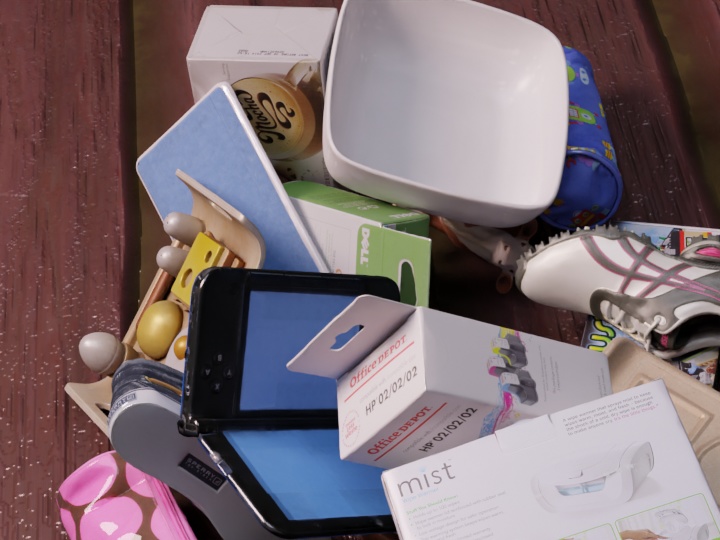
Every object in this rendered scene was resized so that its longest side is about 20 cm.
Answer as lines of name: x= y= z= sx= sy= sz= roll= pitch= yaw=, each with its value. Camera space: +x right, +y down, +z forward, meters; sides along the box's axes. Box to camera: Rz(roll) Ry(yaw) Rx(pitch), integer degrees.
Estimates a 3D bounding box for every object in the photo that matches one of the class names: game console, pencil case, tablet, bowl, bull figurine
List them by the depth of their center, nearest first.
game console: x=-0.017 y=0.091 z=1.449 sx=0.199 sy=0.172 sz=0.118 roll=3 pitch=3 yaw=-45
pencil case: x=-0.149 y=0.212 z=1.475 sx=0.090 sy=0.094 sz=0.200 roll=6 pitch=34 yaw=-38
tablet: x=-0.102 y=-0.036 z=1.650 sx=0.014 sy=0.130 sz=0.201 roll=-11 pitch=69 yaw=-50
bowl: x=0.064 y=-0.124 z=1.653 sx=0.199 sy=0.075 sz=0.201 roll=13 pitch=56 yaw=-9
bull figurine: x=0.090 y=-0.067 z=1.727 sx=0.121 sy=0.065 sz=0.200 roll=23 pitch=35 yaw=-15
pencil case: x=0.170 y=-0.118 z=1.750 sx=0.086 sy=0.078 sz=0.200 roll=15 pitch=33 yaw=-14

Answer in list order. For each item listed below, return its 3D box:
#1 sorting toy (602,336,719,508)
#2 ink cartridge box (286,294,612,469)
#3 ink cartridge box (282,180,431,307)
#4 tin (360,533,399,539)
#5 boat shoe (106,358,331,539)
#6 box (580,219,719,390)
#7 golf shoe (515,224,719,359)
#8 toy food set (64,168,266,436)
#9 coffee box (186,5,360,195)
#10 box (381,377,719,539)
sorting toy: x=0.218 y=0.164 z=1.484 sx=0.200 sy=0.037 sz=0.185 roll=32 pitch=67 yaw=23
ink cartridge box: x=0.061 y=0.089 z=1.405 sx=0.199 sy=0.115 sz=0.068 roll=14 pitch=54 yaw=-27
ink cartridge box: x=0.000 y=0.000 z=1.618 sx=0.059 sy=0.104 sz=0.199 roll=-10 pitch=20 yaw=-44
tin: x=0.073 y=0.143 z=1.550 sx=0.112 sy=0.042 sz=0.200 roll=17 pitch=50 yaw=29
boat shoe: x=-0.101 y=0.139 z=1.503 sx=0.071 sy=0.200 sz=0.091 roll=-44 pitch=20 yaw=12
box: x=0.235 y=0.045 z=1.625 sx=0.109 sy=0.035 sz=0.201 roll=5 pitch=46 yaw=14
golf shoe: x=0.215 y=0.019 z=1.578 sx=0.199 sy=0.077 sz=0.088 roll=2 pitch=52 yaw=12
toy food set: x=-0.157 y=0.029 z=1.592 sx=0.201 sy=0.060 sz=0.143 roll=-64 pitch=31 yaw=4
coffee box: x=-0.069 y=-0.117 z=1.715 sx=0.112 sy=0.201 sz=0.080 roll=3 pitch=42 yaw=11
box: x=0.134 y=0.189 z=1.325 sx=0.199 sy=0.097 sz=0.177 roll=-19 pitch=55 yaw=-2
